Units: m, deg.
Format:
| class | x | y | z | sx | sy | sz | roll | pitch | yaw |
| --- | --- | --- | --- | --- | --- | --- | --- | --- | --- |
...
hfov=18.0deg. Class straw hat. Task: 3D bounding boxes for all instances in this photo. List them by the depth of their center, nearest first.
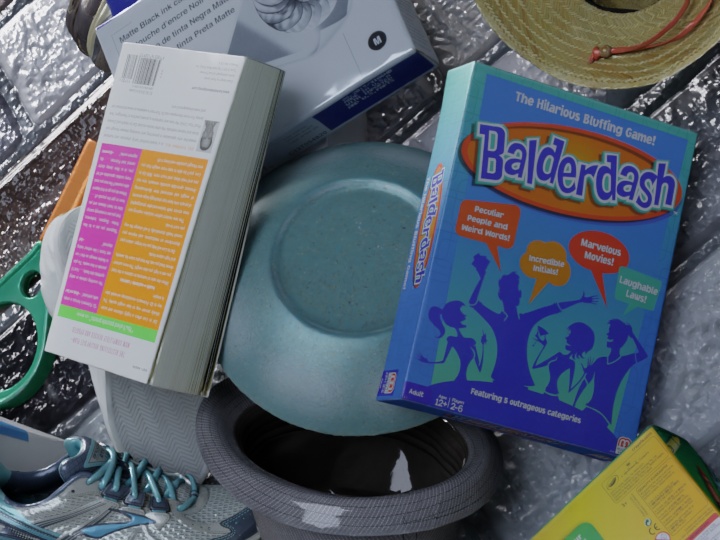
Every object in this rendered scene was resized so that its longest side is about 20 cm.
| class | x | y | z | sx | sy | sz | roll | pitch | yaw |
| --- | --- | --- | --- | --- | --- | --- | --- | --- | --- |
| straw hat | 0.165 | -0.195 | 1.379 | 0.200 | 0.085 | 0.202 | -5 | 79 | 28 |

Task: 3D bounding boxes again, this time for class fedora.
| class | x | y | z | sx | sy | sz | roll | pitch | yaw |
| --- | --- | --- | --- | --- | --- | --- | --- | --- | --- |
| fedora | -0.007 | 0.134 | 1.363 | 0.200 | 0.176 | 0.091 | 32 | 127 | 50 |

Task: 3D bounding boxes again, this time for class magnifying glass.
| class | x | y | z | sx | sy | sz | roll | pitch | yaw |
| --- | --- | --- | --- | --- | --- | --- | --- | --- | --- |
| magnifying glass | -0.223 | 0.003 | 1.581 | 0.079 | 0.022 | 0.201 | 27 | 89 | 33 |

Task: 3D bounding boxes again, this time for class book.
| class | x | y | z | sx | sy | sz | roll | pitch | yaw |
| --- | --- | --- | --- | --- | --- | --- | --- | --- | --- |
| book | -0.125 | -0.035 | 1.386 | 0.133 | 0.048 | 0.201 | 13 | 88 | 48 |

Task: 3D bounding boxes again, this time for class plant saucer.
| class | x | y | z | sx | sy | sz | roll | pitch | yaw |
| --- | --- | --- | --- | --- | --- | --- | --- | --- | --- |
| plant saucer | 0.000 | 0.000 | 1.363 | 0.200 | 0.039 | 0.202 | -2 | 61 | 4 |

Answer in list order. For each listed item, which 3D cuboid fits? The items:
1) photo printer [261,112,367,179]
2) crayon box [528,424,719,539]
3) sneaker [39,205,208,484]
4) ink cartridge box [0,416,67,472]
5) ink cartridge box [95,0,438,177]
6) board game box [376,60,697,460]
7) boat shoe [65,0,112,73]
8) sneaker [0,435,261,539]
| class | x | y | z | sx | sy | sz | roll | pitch | yaw |
| --- | --- | --- | --- | --- | --- | --- | --- | --- | --- |
| photo printer | -0.074 | -0.113 | 1.500 | 0.166 | 0.069 | 0.201 | -9 | 72 | 27 |
| crayon box | 0.140 | 0.201 | 1.296 | 0.200 | 0.058 | 0.119 | -45 | 59 | 12 |
| sneaker | -0.155 | 0.051 | 1.506 | 0.073 | 0.116 | 0.201 | -19 | 96 | -16 |
| ink cartridge box | -0.320 | 0.148 | 1.521 | 0.199 | 0.147 | 0.147 | 16 | 85 | 31 |
| ink cartridge box | -0.072 | -0.164 | 1.449 | 0.199 | 0.041 | 0.201 | -32 | 63 | 17 |
| board game box | 0.104 | -0.004 | 1.325 | 0.045 | 0.151 | 0.201 | 168 | 116 | -69 |
| boat shoe | -0.147 | -0.236 | 1.575 | 0.073 | 0.074 | 0.201 | 32 | 92 | 32 |
| sneaker | -0.154 | 0.148 | 1.424 | 0.199 | 0.078 | 0.087 | -6 | 110 | 1 |
